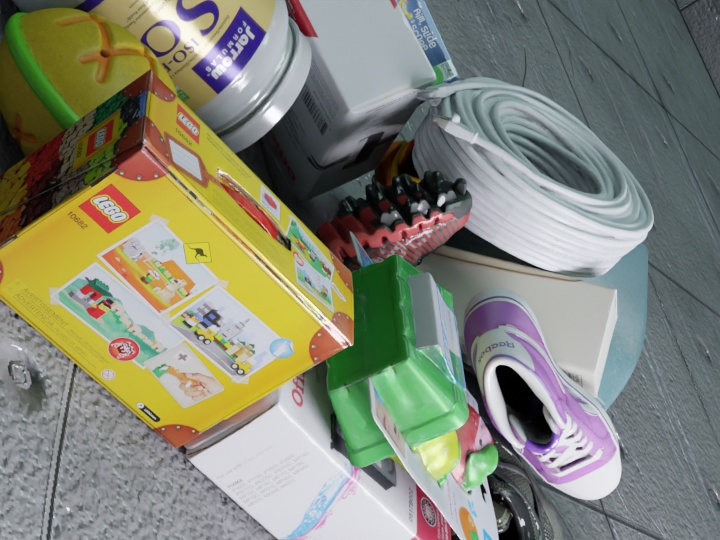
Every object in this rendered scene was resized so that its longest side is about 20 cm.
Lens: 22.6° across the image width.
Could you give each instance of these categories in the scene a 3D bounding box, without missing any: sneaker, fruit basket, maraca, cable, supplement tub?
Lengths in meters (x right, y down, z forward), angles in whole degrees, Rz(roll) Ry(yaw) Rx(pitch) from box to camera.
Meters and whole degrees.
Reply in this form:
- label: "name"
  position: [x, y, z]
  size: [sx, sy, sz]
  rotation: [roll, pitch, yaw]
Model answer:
- label: "sneaker"
  position: [0.135, 0.120, 1.321]
  size: [0.201, 0.072, 0.115]
  rotation: [52, 15, -28]
- label: "fruit basket"
  position: [0.051, 0.092, 1.232]
  size: [0.200, 0.093, 0.186]
  rotation: [48, 23, -34]
- label: "sneaker"
  position: [0.080, 0.145, 1.376]
  size: [0.201, 0.076, 0.114]
  rotation: [62, 15, 10]
- label: "maraca"
  position: [-0.163, -0.092, 1.196]
  size: [0.200, 0.107, 0.137]
  rotation: [48, 15, -12]
- label: "cable"
  position: [0.137, -0.074, 1.436]
  size: [0.200, 0.069, 0.200]
  rotation: [41, 27, 11]
- label: "sneaker"
  position: [0.051, -0.080, 1.527]
  size: [0.072, 0.078, 0.200]
  rotation: [8, 19, -7]
- label: "supplement tub"
  position: [-0.144, -0.191, 1.324]
  size: [0.200, 0.145, 0.146]
  rotation: [42, 27, -35]
- label: "sneaker"
  position: [0.000, 0.000, 1.354]
  size: [0.098, 0.199, 0.071]
  rotation: [64, -2, -26]

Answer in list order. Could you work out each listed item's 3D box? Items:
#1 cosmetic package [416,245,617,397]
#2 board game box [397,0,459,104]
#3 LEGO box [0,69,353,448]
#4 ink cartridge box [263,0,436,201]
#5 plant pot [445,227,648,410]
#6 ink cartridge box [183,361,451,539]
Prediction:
- label: "cosmetic package"
  position: [0.099, 0.035, 1.428]
  size: [0.104, 0.198, 0.074]
  rotation: [63, 42, -74]
- label: "board game box"
  position: [0.003, -0.228, 1.502]
  size: [0.201, 0.034, 0.135]
  rotation: [65, -21, -1]
- label: "LEGO box"
  position: [-0.122, -0.001, 1.122]
  size: [0.200, 0.148, 0.078]
  rotation: [46, 25, -31]
- label: "ink cartridge box"
  position: [-0.028, -0.165, 1.478]
  size: [0.145, 0.083, 0.200]
  rotation: [63, -21, 10]
- label: "plant pot"
  position: [0.136, 0.042, 1.590]
  size: [0.196, 0.195, 0.201]
  rotation: [43, 32, -35]
- label: "ink cartridge box"
  position: [-0.026, 0.122, 1.263]
  size: [0.200, 0.085, 0.148]
  rotation: [48, 24, -31]
